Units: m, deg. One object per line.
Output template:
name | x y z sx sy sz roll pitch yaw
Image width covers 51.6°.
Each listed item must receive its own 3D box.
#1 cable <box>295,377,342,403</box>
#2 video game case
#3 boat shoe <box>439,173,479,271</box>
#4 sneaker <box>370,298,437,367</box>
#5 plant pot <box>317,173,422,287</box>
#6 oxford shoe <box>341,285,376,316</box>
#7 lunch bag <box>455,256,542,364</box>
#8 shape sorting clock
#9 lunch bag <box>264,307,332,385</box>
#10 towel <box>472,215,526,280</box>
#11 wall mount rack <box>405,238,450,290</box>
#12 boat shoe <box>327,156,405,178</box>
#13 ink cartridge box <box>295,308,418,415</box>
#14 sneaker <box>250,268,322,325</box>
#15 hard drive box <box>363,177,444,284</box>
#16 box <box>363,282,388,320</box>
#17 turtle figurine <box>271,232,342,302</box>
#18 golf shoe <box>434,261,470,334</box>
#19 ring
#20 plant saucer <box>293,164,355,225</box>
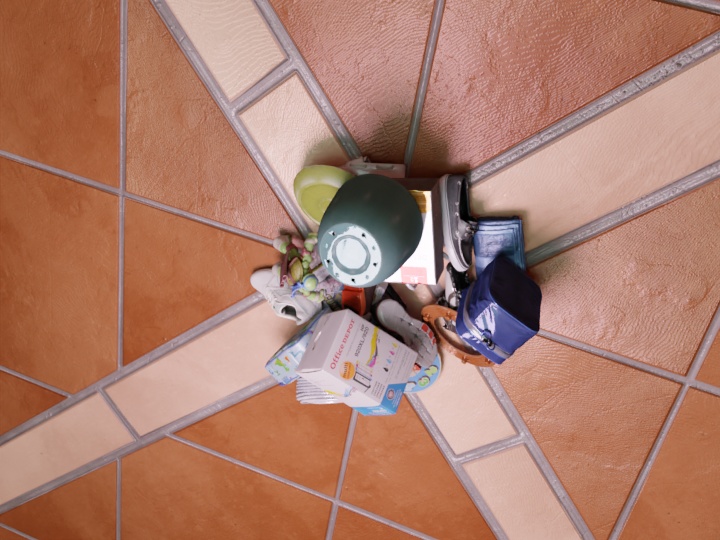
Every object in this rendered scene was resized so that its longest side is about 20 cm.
cable | -0.055 0.278 1.766 0.199 0.196 0.071 -16 74 57
video game case | -0.018 0.054 1.741 0.179 0.026 0.201 -33 100 30
boat shoe | 0.212 -0.101 1.538 0.065 0.069 0.205 -5 95 38
sneaker | 0.096 0.136 1.678 0.201 0.077 0.081 50 159 -20
plant pot | 0.006 -0.063 1.426 0.196 0.161 0.205 8 117 16
oxford shoe | 0.000 0.000 1.616 0.070 0.072 0.205 15 108 33
lunch bag | 0.272 0.090 1.493 0.135 0.201 0.133 37 125 -6
shape sorting clock | 0.096 0.211 1.762 0.195 0.039 0.204 7 120 13
lunch bag | -0.128 0.179 1.752 0.083 0.161 0.200 46 139 -4
towel | 0.296 -0.015 1.578 0.109 0.049 0.204 -1 115 21
wall mount rack | 0.104 -0.062 1.611 0.174 0.075 0.199 48 120 -4
boat shoe | 0.006 -0.210 1.589 0.196 0.073 0.068 12 91 15
ink cartridge box | -0.009 0.200 1.608 0.198 0.149 0.144 33 157 -19
sneaker | -0.189 0.060 1.764 0.197 0.080 0.072 26 133 21
hard drive box | 0.087 -0.082 1.525 0.152 0.077 0.204 2 116 19
box | 0.006 0.101 1.719 0.038 0.042 0.202 29 121 3
turtle figurine | -0.110 -0.010 1.686 0.193 0.199 0.145 29 154 50
golf shoe | 0.197 0.066 1.626 0.093 0.078 0.203 4 128 30
ring | 0.213 0.150 1.643 0.198 0.019 0.202 32 155 16
plant saucer | -0.059 -0.144 1.606 0.196 0.031 0.202 15 147 10
